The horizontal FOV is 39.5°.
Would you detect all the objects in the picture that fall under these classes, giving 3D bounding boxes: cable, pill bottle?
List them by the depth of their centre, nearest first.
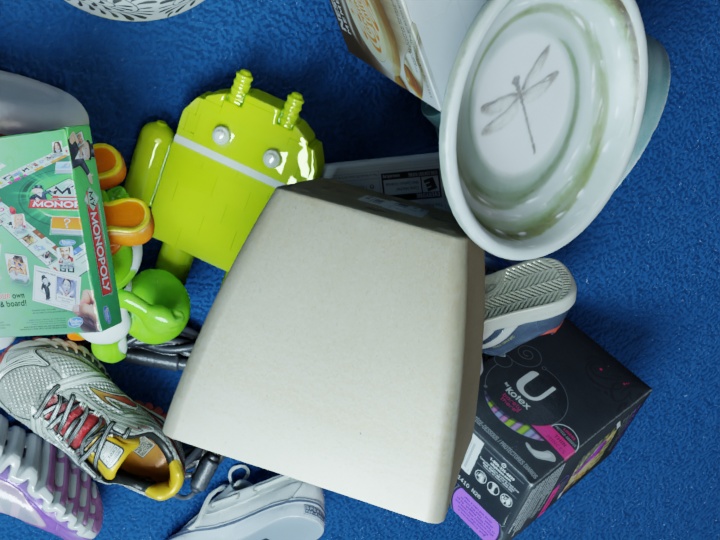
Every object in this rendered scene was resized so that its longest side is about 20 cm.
[{"bbox_3d":[-0.283,-0.044,0.773,0.111,0.113,0.202,11,110,-23],"label":"pill bottle"},{"bbox_3d":[-0.190,0.122,0.918,0.199,0.051,0.163,38,97,-29],"label":"cable"}]

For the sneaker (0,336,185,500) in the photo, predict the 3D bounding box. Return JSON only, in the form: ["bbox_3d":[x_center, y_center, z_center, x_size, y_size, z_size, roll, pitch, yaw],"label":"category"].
[{"bbox_3d":[-0.220,0.125,0.835,0.199,0.082,0.078,36,94,-31],"label":"sneaker"}]

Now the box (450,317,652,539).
[{"bbox_3d":[0.161,0.147,0.952,0.199,0.122,0.107,-26,147,-39],"label":"box"}]

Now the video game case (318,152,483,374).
[{"bbox_3d":[0.000,0.000,0.847,0.197,0.022,0.185,-3,100,26],"label":"video game case"}]

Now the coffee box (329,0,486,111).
[{"bbox_3d":[0.037,-0.208,0.755,0.079,0.200,0.115,-27,119,-7],"label":"coffee box"}]

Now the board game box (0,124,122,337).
[{"bbox_3d":[-0.265,-0.021,0.694,0.197,0.029,0.137,-3,100,21],"label":"board game box"}]

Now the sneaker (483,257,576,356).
[{"bbox_3d":[0.096,0.047,0.909,0.197,0.076,0.085,-6,144,-3],"label":"sneaker"}]

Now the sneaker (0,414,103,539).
[{"bbox_3d":[-0.321,0.187,0.893,0.088,0.081,0.200,-43,115,12],"label":"sneaker"}]

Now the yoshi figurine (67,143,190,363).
[{"bbox_3d":[-0.180,-0.002,0.788,0.111,0.113,0.201,20,143,6],"label":"yoshi figurine"}]

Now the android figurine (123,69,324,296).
[{"bbox_3d":[-0.104,-0.064,0.832,0.180,0.041,0.202,26,113,2],"label":"android figurine"}]

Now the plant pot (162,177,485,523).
[{"bbox_3d":[-0.002,0.037,0.728,0.197,0.200,0.180,15,100,10],"label":"plant pot"}]

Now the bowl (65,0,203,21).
[{"bbox_3d":[-0.162,-0.273,0.720,0.198,0.094,0.204,-7,115,-15],"label":"bowl"}]

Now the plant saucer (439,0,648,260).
[{"bbox_3d":[0.115,-0.110,0.675,0.198,0.050,0.203,-17,118,-35],"label":"plant saucer"}]

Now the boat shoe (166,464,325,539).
[{"bbox_3d":[-0.117,0.236,0.985,0.201,0.087,0.074,-29,130,30],"label":"boat shoe"}]

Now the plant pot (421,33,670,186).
[{"bbox_3d":[0.134,-0.144,0.830,0.133,0.201,0.201,30,102,-20],"label":"plant pot"}]

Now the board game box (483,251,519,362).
[{"bbox_3d":[0.039,0.050,0.960,0.198,0.056,0.197,23,105,-26],"label":"board game box"}]
